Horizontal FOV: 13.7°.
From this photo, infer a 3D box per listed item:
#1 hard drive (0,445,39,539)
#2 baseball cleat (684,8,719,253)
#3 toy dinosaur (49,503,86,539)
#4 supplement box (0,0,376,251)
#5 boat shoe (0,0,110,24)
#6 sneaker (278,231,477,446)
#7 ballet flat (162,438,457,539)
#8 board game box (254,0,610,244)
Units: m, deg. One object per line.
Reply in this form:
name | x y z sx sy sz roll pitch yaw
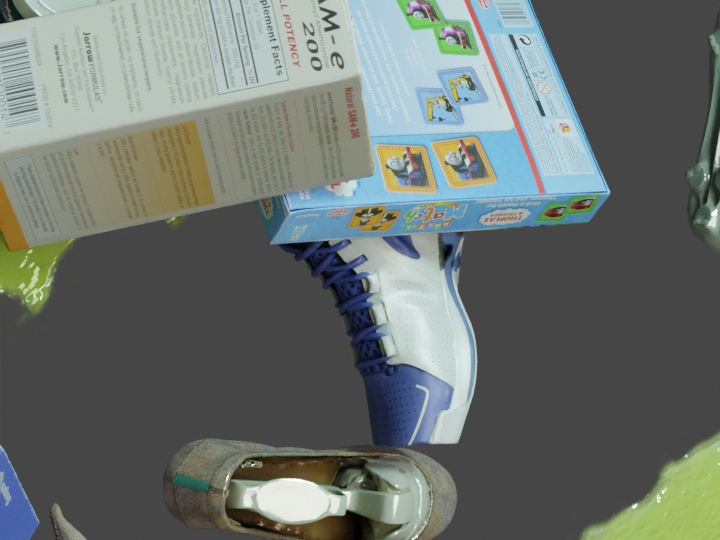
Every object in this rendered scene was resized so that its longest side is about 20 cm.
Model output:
hard drive | -0.232 0.186 1.503 0.025 0.132 0.200 27 71 14
baseball cleat | 0.259 -0.104 1.861 0.106 0.070 0.200 16 92 -40
toy dinosaur | -0.131 0.228 1.592 0.135 0.086 0.200 -33 103 -22
supplement box | -0.098 -0.084 1.521 0.200 0.126 0.074 -12 68 -2
boat shoe | -0.139 -0.184 1.581 0.075 0.062 0.200 35 50 -18
sneaker | 0.000 -0.001 1.681 0.115 0.081 0.200 7 80 -30
ballet flat | -0.014 0.130 1.673 0.200 0.067 0.068 3 89 -34
board game box | 0.022 -0.090 1.655 0.200 0.037 0.151 -3 58 -28
